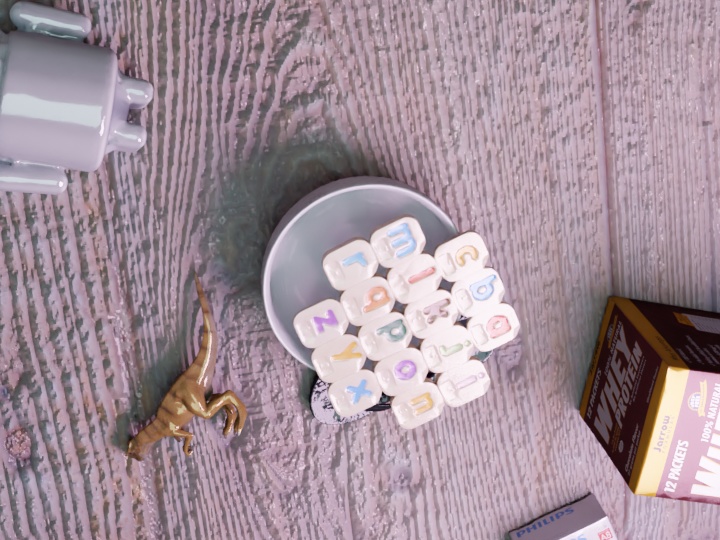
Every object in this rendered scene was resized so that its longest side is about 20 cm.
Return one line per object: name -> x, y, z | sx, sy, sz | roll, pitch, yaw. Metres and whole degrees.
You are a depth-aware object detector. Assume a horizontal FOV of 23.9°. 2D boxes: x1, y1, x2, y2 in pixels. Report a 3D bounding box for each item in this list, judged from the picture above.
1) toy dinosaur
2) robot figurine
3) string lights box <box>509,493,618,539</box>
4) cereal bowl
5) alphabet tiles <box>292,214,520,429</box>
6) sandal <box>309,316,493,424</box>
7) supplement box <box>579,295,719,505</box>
toy dinosaur -> -0.161, 0.117, 1.657 | 0.106, 0.060, 0.201 | 27, 102, -16
robot figurine -> -0.287, -0.152, 1.512 | 0.199, 0.113, 0.171 | 10, 84, -13
string lights box -> 0.245, 0.349, 1.808 | 0.102, 0.059, 0.201 | -25, 111, 1
cereal bowl -> 0.000, 0.000, 1.631 | 0.199, 0.083, 0.201 | -3, 110, -9
alphabet tiles -> 0.044, 0.050, 1.605 | 0.195, 0.015, 0.201 | -26, 111, 0
sandal -> 0.040, 0.097, 1.690 | 0.200, 0.048, 0.076 | -25, 111, -2
supplement box -> 0.348, 0.132, 1.677 | 0.199, 0.197, 0.133 | 9, 107, -12
